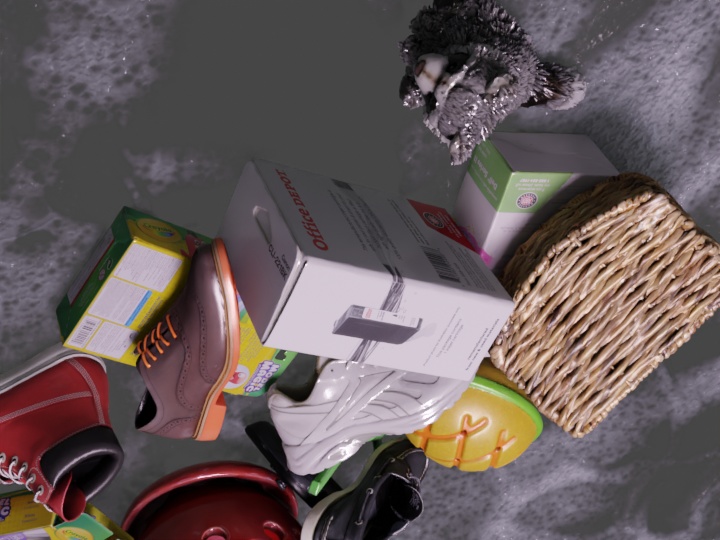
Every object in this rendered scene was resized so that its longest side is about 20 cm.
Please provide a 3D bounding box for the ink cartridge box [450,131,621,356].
[{"bbox_3d":[0.135,-0.019,1.002,0.116,0.068,0.202,-1,128,-26],"label":"ink cartridge box"}]

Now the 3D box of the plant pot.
[{"bbox_3d":[-0.126,0.295,1.061,0.197,0.184,0.202,-9,135,-9],"label":"plant pot"}]

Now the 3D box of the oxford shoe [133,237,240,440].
[{"bbox_3d":[-0.136,0.061,0.876,0.072,0.072,0.202,-1,129,-19],"label":"oxford shoe"}]

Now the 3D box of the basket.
[{"bbox_3d":[0.194,0.010,0.967,0.142,0.149,0.200,41,104,-11],"label":"basket"}]

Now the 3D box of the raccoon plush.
[{"bbox_3d":[0.119,-0.137,0.844,0.197,0.135,0.098,-2,128,-24],"label":"raccoon plush"}]

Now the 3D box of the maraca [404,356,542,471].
[{"bbox_3d":[0.082,0.125,1.078,0.198,0.108,0.137,28,144,-23],"label":"maraca"}]

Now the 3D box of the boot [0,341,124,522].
[{"bbox_3d":[-0.283,0.159,0.906,0.198,0.145,0.073,-31,137,5],"label":"boot"}]

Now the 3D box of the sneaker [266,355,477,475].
[{"bbox_3d":[0.007,0.094,0.969,0.198,0.078,0.100,-28,104,5],"label":"sneaker"}]

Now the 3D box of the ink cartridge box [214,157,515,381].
[{"bbox_3d":[0.000,0.000,0.898,0.198,0.145,0.084,13,118,-32],"label":"ink cartridge box"}]

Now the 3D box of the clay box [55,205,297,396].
[{"bbox_3d":[-0.134,0.033,0.934,0.199,0.048,0.115,21,117,-39],"label":"clay box"}]

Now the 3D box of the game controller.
[{"bbox_3d":[-0.043,0.218,1.099,0.042,0.104,0.201,-48,135,-13],"label":"game controller"}]

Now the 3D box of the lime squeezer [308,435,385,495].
[{"bbox_3d":[0.004,0.163,1.076,0.037,0.072,0.200,5,-179,17],"label":"lime squeezer"}]

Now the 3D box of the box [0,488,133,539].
[{"bbox_3d":[-0.291,0.240,0.990,0.197,0.049,0.118,-12,138,20],"label":"box"}]

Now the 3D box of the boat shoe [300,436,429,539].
[{"bbox_3d":[0.025,0.215,1.051,0.199,0.065,0.076,-20,113,-56],"label":"boat shoe"}]
